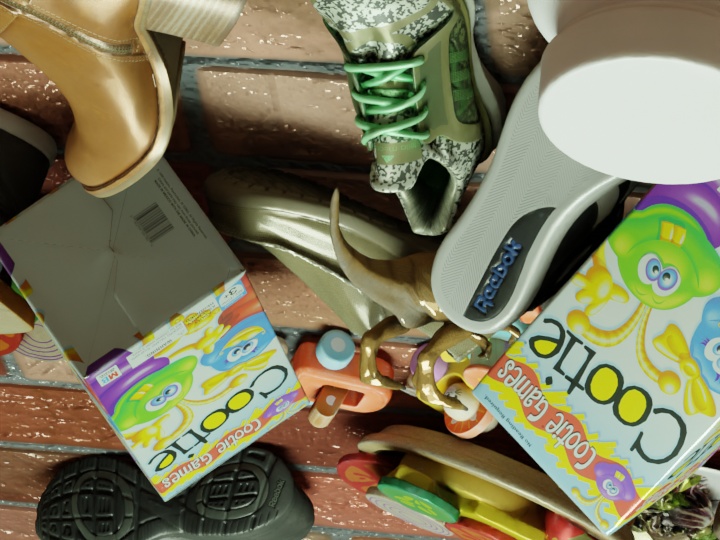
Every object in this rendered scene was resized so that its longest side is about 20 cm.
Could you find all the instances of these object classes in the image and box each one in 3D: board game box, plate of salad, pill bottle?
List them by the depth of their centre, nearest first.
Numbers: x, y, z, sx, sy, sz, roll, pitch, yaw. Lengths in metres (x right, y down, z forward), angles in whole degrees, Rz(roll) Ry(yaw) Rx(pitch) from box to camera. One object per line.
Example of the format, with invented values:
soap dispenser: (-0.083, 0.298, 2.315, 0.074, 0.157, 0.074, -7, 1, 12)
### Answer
pill bottle: (0.127, -0.144, 1.198, 0.116, 0.200, 0.116, 7, 152, 4)
board game box: (0.168, 0.019, 1.477, 0.105, 0.103, 0.200, 46, 123, 11)
board game box: (-0.112, 0.030, 1.631, 0.103, 0.105, 0.200, -35, 156, -5)
plate of salad: (0.194, 0.175, 1.943, 0.200, 0.048, 0.200, 7, 153, 4)

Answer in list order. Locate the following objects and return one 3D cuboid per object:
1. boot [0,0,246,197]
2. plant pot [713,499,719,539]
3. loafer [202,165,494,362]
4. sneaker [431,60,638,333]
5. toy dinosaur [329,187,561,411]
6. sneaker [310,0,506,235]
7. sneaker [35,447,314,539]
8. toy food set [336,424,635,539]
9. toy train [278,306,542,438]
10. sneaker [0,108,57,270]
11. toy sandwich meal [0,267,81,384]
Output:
boot: (-0.155, -0.122, 1.459, 0.155, 0.074, 0.200, 16, 139, -17)
plant pot: (0.305, 0.145, 1.734, 0.174, 0.200, 0.200, 26, 151, 2)
loafer: (0.000, 0.000, 1.620, 0.200, 0.068, 0.076, 20, -173, -23)
sneaker: (0.115, -0.062, 1.508, 0.073, 0.112, 0.200, 42, 118, 10)
toy dinosaur: (0.029, 0.014, 1.575, 0.200, 0.106, 0.060, 8, -171, -43)
sneaker: (0.023, -0.084, 1.458, 0.077, 0.089, 0.200, -3, 150, 21)
sneaker: (-0.123, 0.169, 1.996, 0.200, 0.076, 0.091, -3, 156, 24)
toy food set: (0.081, 0.152, 1.857, 0.198, 0.049, 0.200, 25, 169, -2)
toy train: (0.032, 0.057, 1.757, 0.150, 0.056, 0.200, 16, 152, -15)
sneaker: (-0.264, -0.054, 1.581, 0.200, 0.099, 0.071, 19, 152, -17)
toy sandwich meal: (-0.231, 0.015, 1.731, 0.205, 0.070, 0.205, 6, 152, 3)
